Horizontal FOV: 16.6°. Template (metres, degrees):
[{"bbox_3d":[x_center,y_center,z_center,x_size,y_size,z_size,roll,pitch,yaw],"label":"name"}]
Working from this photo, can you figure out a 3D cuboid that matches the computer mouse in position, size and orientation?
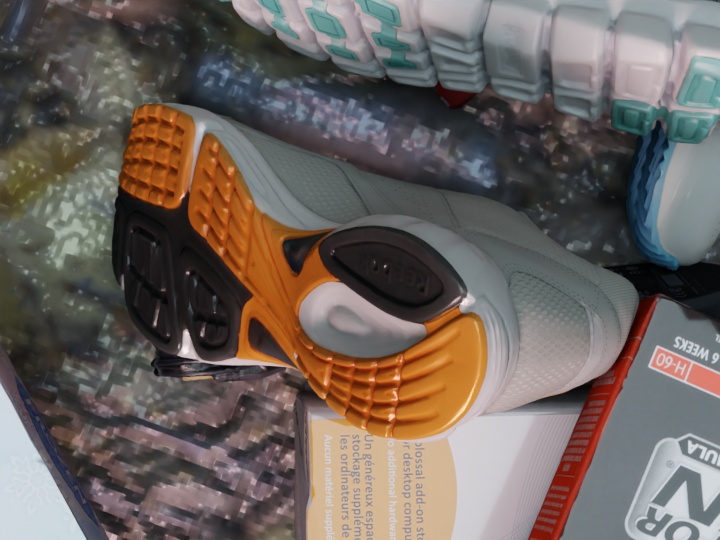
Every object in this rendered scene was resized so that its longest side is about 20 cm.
[{"bbox_3d":[0.032,0.025,0.802,0.200,0.059,0.034,-5,106,-3],"label":"computer mouse"}]

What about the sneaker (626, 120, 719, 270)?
[{"bbox_3d":[0.153,-0.084,0.800,0.081,0.077,0.200,30,90,-5],"label":"sneaker"}]

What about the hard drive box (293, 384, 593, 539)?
[{"bbox_3d":[0.080,0.115,0.794,0.200,0.077,0.156,-2,91,-5],"label":"hard drive box"}]

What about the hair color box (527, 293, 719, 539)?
[{"bbox_3d":[0.089,0.118,0.720,0.101,0.061,0.200,23,86,-1],"label":"hair color box"}]

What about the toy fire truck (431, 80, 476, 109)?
[{"bbox_3d":[0.062,-0.165,0.805,0.200,0.049,0.141,-41,91,-1],"label":"toy fire truck"}]

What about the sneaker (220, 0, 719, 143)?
[{"bbox_3d":[0.040,-0.103,0.752,0.200,0.078,0.091,15,72,7],"label":"sneaker"}]

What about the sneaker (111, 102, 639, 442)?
[{"bbox_3d":[0.000,0.000,0.755,0.092,0.200,0.076,-2,111,-39],"label":"sneaker"}]

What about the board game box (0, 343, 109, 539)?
[{"bbox_3d":[-0.193,0.078,0.745,0.200,0.043,0.199,-29,89,0],"label":"board game box"}]
